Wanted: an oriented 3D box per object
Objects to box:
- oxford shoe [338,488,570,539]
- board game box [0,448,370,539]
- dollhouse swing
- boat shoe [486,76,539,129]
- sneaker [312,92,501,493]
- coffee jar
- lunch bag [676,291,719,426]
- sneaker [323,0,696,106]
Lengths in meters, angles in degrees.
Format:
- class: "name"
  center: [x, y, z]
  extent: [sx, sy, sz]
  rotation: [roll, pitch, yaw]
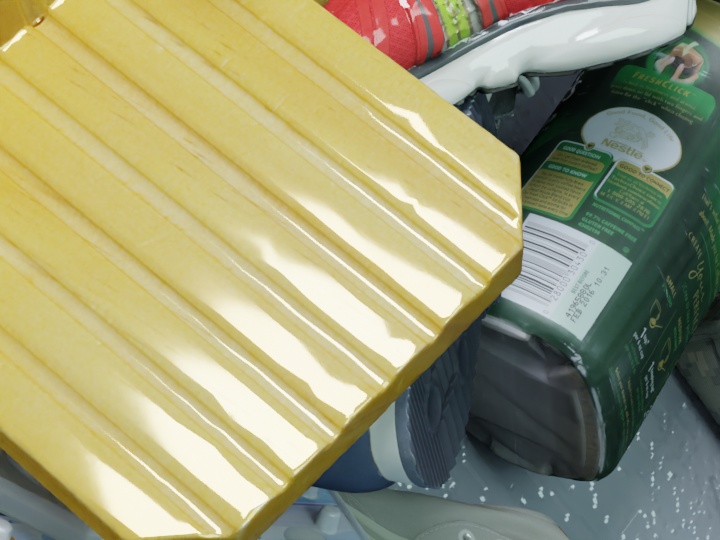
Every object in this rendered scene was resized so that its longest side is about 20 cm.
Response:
- class: "oxford shoe"
  center: [-0.004, 0.102, 0.964]
  extent: [0.199, 0.075, 0.058]
  rotation: [14, 33, -22]
- class: "board game box"
  center: [-0.090, 0.058, 0.844]
  extent: [0.199, 0.200, 0.026]
  rotation: [6, 119, -31]
- class: "dollhouse swing"
  center: [-0.070, -0.052, 0.766]
  extent: [0.200, 0.175, 0.182]
  rotation: [-43, 144, -21]
- class: "boat shoe"
  center: [0.031, -0.076, 1.004]
  extent: [0.068, 0.073, 0.200]
  rotation: [37, 66, -29]
- class: "sneaker"
  center: [0.000, 0.000, 0.891]
  extent: [0.200, 0.081, 0.071]
  rotation: [-68, 149, -58]
- class: "coffee jar"
  center: [0.103, -0.026, 1.022]
  extent: [0.200, 0.085, 0.105]
  rotation: [-54, 154, -27]
- class: "lunch bag"
  center: [0.240, 0.048, 1.041]
  extent: [0.118, 0.200, 0.164]
  rotation: [-45, 107, -30]
- class: "sneaker"
  center: [0.019, -0.101, 0.913]
  extent: [0.199, 0.077, 0.085]
  rotation: [-17, 107, -22]
